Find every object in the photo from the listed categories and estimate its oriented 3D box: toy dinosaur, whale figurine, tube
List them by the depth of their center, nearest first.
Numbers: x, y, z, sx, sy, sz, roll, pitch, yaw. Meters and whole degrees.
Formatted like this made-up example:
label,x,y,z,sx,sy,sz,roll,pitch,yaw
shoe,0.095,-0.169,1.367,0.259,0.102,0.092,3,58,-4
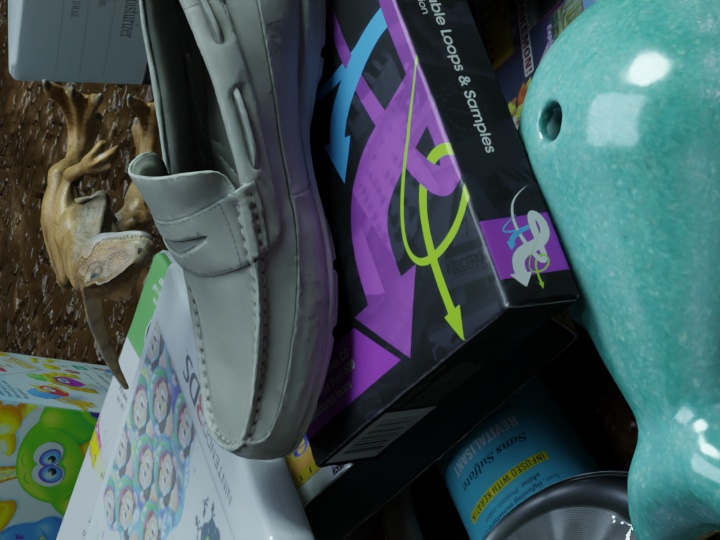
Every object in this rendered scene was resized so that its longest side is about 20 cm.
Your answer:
label,x,y,z,sx,sy,sz,roll,pitch,yaw
whale figurine,0.106,-0.006,0.934,0.159,0.104,0.201,-22,61,58
tube,0.074,0.103,1.026,0.077,0.050,0.200,-47,41,16
toy dinosaur,-0.107,-0.015,1.074,0.200,0.060,0.107,130,152,-83

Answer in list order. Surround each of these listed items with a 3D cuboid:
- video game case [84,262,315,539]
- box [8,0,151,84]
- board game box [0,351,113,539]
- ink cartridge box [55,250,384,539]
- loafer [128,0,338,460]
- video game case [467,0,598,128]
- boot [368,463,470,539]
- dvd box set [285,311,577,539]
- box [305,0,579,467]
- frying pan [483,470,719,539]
label,x,y,z,sx,sy,sz,roll,pitch,yaw
video game case,-0.075,0.129,1.113,0.182,0.024,0.200,-115,37,-51
box,-0.098,-0.215,1.291,0.199,0.130,0.201,113,157,-68
board game box,-0.202,0.099,1.378,0.105,0.200,0.103,29,108,61
ink cartridge box,-0.065,0.115,1.240,0.145,0.084,0.200,50,125,53
loafer,-0.051,-0.030,0.972,0.070,0.070,0.201,7,102,56
video game case,0.058,-0.093,1.140,0.182,0.023,0.201,-42,45,50
boot,0.024,0.195,1.071,0.200,0.072,0.144,-102,33,-49
dvd box set,0.000,0.000,1.106,0.146,0.029,0.200,-42,40,20
box,-0.003,-0.048,0.992,0.143,0.036,0.200,-43,59,50
frying pan,0.055,0.107,0.993,0.190,0.031,0.115,34,87,37
